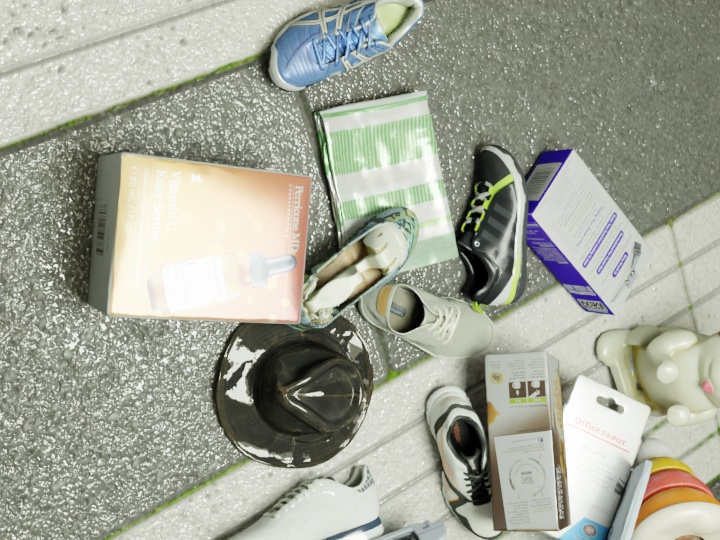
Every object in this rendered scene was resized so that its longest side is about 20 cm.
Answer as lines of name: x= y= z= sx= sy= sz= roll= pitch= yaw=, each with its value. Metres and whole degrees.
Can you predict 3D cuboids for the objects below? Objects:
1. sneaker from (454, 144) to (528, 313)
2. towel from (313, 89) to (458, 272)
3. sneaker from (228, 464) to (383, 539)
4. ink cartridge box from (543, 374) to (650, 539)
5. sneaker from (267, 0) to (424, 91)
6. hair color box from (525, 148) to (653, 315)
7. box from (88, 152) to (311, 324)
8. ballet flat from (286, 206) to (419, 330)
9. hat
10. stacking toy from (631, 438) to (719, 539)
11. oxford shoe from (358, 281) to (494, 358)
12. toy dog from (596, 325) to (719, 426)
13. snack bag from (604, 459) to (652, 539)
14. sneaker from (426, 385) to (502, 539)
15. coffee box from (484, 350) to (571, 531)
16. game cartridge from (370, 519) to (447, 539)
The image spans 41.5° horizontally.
sneaker: x=0.154 y=-0.050 z=1.152 sx=0.081 sy=0.071 sz=0.204 roll=-7 pitch=94 yaw=-24
towel: x=0.032 y=-0.096 z=1.099 sx=0.150 sy=0.023 sz=0.204 roll=-15 pitch=99 yaw=-22
sneaker: x=-0.066 y=0.278 z=1.067 sx=0.197 sy=0.076 sz=0.082 roll=-8 pitch=89 yaw=-35
ink cartridge box: x=0.284 y=0.248 z=1.233 sx=0.114 sy=0.067 sz=0.203 roll=25 pitch=82 yaw=-4
sneaker: x=-0.016 y=-0.260 z=1.039 sx=0.199 sy=0.077 sz=0.077 roll=-35 pitch=111 yaw=-20
hair color box: x=0.284 y=-0.047 z=1.229 sx=0.200 sy=0.064 sz=0.110 roll=45 pitch=71 yaw=-24
box: x=-0.162 y=-0.030 z=0.959 sx=0.197 sy=0.106 sz=0.156 roll=3 pitch=92 yaw=-27
ballet flat: x=0.000 y=0.000 z=1.042 sx=0.199 sy=0.074 sz=0.075 roll=-40 pitch=111 yaw=-17
hat: x=-0.056 y=0.135 z=1.048 sx=0.197 sy=0.081 sz=0.205 roll=-3 pitch=97 yaw=-28
stacking toy: x=0.407 y=0.296 z=1.258 sx=0.143 sy=0.201 sz=0.148 roll=0 pitch=125 yaw=0
oxford shoe: x=0.088 y=0.061 z=1.136 sx=0.198 sy=0.057 sz=0.077 roll=21 pitch=81 yaw=-31
toy dog: x=0.445 y=0.136 z=1.250 sx=0.191 sy=0.199 sz=0.142 roll=-10 pitch=91 yaw=-32
snack bag: x=0.320 y=0.343 z=1.208 sx=0.021 sy=0.201 sz=0.191 roll=22 pitch=65 yaw=9
sneaker: x=0.131 y=0.245 z=1.155 sx=0.073 sy=0.080 sz=0.203 roll=-22 pitch=104 yaw=-4
coffee box: x=0.202 y=0.206 z=1.142 sx=0.114 sy=0.078 sz=0.204 roll=28 pitch=58 yaw=-66
game cartridge: x=0.004 y=0.364 z=1.091 sx=0.197 sy=0.041 sz=0.135 roll=-14 pitch=136 yaw=-23
